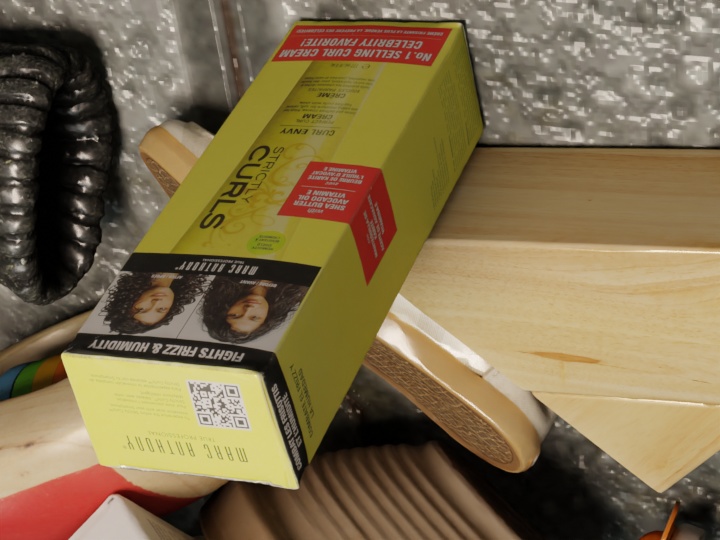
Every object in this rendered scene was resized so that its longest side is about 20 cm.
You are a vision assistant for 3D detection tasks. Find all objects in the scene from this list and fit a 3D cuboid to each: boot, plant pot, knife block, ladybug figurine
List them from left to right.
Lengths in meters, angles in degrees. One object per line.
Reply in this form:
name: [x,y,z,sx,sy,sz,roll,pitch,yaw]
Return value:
boot: [-0.182,-0.010,0.836,0.156,0.080,0.213,13,130,16]
ladybug figurine: [-0.112,0.065,0.821,0.199,0.136,0.072,-16,108,40]
plant pot: [0.034,0.137,0.814,0.093,0.201,0.201,-45,103,1]
knife block: [0.128,-0.008,0.700,0.199,0.064,0.176,37,132,-5]

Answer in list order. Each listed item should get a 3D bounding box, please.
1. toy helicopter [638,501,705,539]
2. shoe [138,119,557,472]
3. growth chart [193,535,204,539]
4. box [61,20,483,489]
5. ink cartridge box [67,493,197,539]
toy helicopter: [0.149,0.158,0.817,0.132,0.079,0.200,36,137,-4]
shoe: [0.000,0.000,0.783,0.199,0.054,0.070,38,166,-1]
growth chart: [-0.041,0.208,0.987,0.200,0.018,0.145,41,132,-10]
box: [-0.022,-0.013,0.673,0.075,0.201,0.050,4,129,23]
ink cartridge box: [-0.036,0.193,0.782,0.084,0.146,0.200,-45,139,3]
